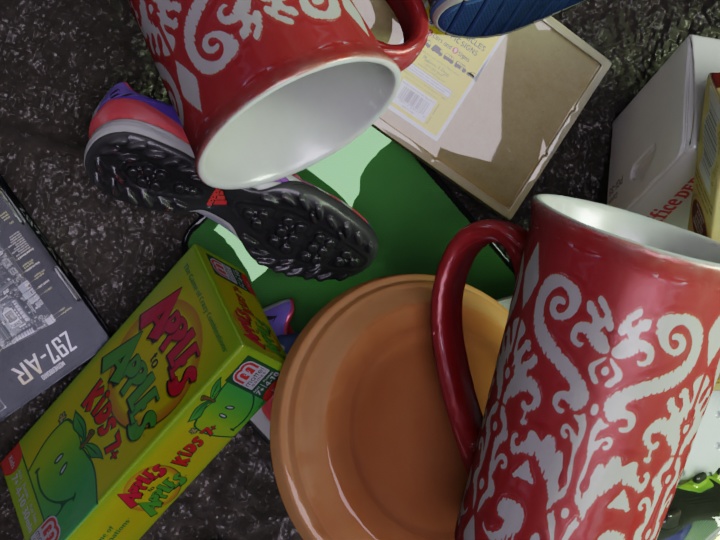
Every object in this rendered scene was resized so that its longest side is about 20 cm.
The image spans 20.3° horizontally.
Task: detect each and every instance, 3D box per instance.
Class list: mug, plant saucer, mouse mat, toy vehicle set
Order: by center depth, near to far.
[{"bbox_3d":[0.124,0.067,1.147,0.133,0.177,0.202,10,101,-27],"label":"mug"},{"bbox_3d":[0.043,0.099,1.210,0.199,0.037,0.202,5,79,-26],"label":"plant saucer"},{"bbox_3d":[-0.068,-0.167,1.211,0.133,0.177,0.201,-37,71,26],"label":"mug"},{"bbox_3d":[0.050,-0.139,1.302,0.199,0.027,0.125,34,90,-14],"label":"toy vehicle set"},{"bbox_3d":[0.000,0.000,1.333,0.161,0.008,0.200,-42,105,0],"label":"mouse mat"}]

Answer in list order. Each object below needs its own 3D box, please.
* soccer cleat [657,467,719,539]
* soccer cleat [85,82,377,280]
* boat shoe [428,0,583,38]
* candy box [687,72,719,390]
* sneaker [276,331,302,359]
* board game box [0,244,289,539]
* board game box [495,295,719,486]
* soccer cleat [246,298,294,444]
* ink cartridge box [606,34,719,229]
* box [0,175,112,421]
[{"bbox_3d":[0.217,0.181,1.342,0.199,0.065,0.084,5,124,-36],"label":"soccer cleat"},{"bbox_3d":[-0.077,-0.058,1.269,0.199,0.074,0.068,22,129,-19],"label":"soccer cleat"},{"bbox_3d":[0.117,-0.204,1.274,0.199,0.072,0.073,-20,75,-29],"label":"boat shoe"},{"bbox_3d":[0.256,-0.021,1.201,0.114,0.055,0.201,-1,126,-4],"label":"candy box"},{"bbox_3d":[0.039,0.091,1.268,0.115,0.080,0.200,-41,100,-19],"label":"sneaker"},{"bbox_3d":[-0.136,0.092,1.250,0.047,0.102,0.200,29,110,-39],"label":"board game box"},{"bbox_3d":[0.163,0.098,1.337,0.199,0.026,0.202,-15,103,-29],"label":"board game box"},{"bbox_3d":[-0.015,0.108,1.317,0.073,0.068,0.200,-39,103,7],"label":"soccer cleat"},{"bbox_3d":[0.274,-0.072,1.288,0.198,0.147,0.083,9,69,-12],"label":"ink cartridge box"},{"bbox_3d":[-0.282,0.035,1.270,0.199,0.044,0.161,-36,104,-2],"label":"box"}]
